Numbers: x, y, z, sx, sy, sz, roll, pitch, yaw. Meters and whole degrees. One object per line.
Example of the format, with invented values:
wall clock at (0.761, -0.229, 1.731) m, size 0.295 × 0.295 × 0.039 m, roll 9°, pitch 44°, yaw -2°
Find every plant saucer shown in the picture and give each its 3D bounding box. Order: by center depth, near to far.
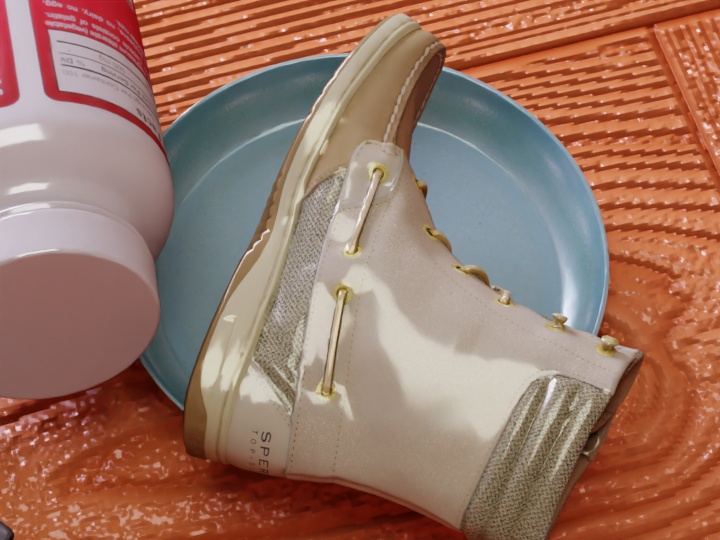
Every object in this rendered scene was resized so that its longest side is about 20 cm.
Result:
plant saucer at (0.000, 0.000, 1.116) m, size 0.200 × 0.027 × 0.200 m, roll 0°, pitch 58°, yaw -1°

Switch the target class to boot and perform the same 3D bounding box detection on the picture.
boot at (0.036, 0.006, 1.057) m, size 0.155 × 0.072 × 0.200 m, roll 19°, pitch 65°, yaw 10°

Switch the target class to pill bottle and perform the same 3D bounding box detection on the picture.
pill bottle at (-0.134, -0.053, 1.079) m, size 0.112 × 0.112 × 0.200 m, roll -9°, pitch 50°, yaw -7°

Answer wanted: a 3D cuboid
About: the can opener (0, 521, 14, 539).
can opener at (-0.156, 0.119, 1.012) m, size 0.200 × 0.053 × 0.067 m, roll 29°, pitch 70°, yaw 7°
